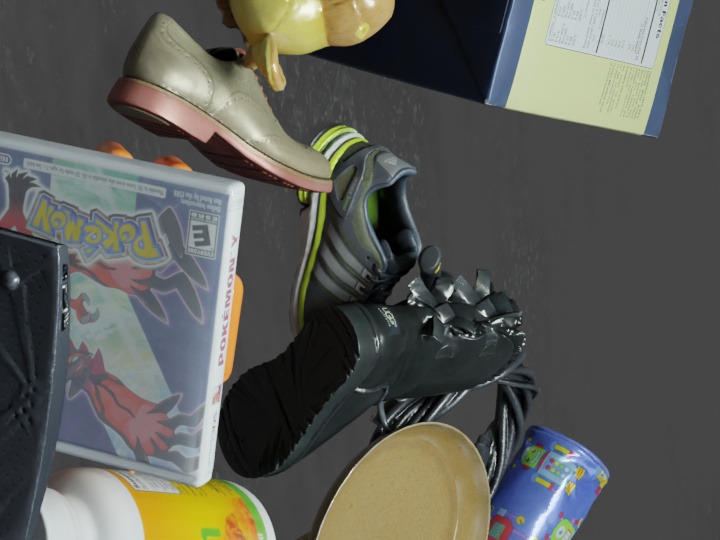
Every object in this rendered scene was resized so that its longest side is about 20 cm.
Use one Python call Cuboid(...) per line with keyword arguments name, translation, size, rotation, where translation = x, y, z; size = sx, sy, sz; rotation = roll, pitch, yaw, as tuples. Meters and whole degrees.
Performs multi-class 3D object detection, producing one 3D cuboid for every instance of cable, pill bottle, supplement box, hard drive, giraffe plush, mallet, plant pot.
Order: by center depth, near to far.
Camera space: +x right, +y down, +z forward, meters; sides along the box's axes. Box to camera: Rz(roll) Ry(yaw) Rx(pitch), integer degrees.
Cuboid(name="hard drive", translation=(-0.234, 0.065, 1.276), size=(0.042, 0.135, 0.200), rotation=(-28, 130, -66))
Cuboid(name="giraffe plush", translation=(-0.032, -0.203, 1.364), size=(0.173, 0.200, 0.162), rotation=(-45, 146, -52))
Cuboid(name="pill bottle", translation=(-0.158, 0.186, 1.421), size=(0.200, 0.111, 0.111), rotation=(12, 96, -50))
Cuboid(name="supplement box", translation=(0.089, -0.185, 1.479), size=(0.200, 0.200, 0.134), rotation=(5, 101, -49))
Cuboid(name="mallet", translation=(0.048, 0.024, 1.580), size=(0.066, 0.041, 0.200), rotation=(-64, 171, -4))
Cuboid(name="plant pot", translation=(0.023, 0.207, 1.630), size=(0.200, 0.027, 0.200), rotation=(-18, 116, -43))
Cuboid(name="cable", translation=(0.076, 0.142, 1.715), size=(0.200, 0.051, 0.163), rotation=(-21, 120, -43))

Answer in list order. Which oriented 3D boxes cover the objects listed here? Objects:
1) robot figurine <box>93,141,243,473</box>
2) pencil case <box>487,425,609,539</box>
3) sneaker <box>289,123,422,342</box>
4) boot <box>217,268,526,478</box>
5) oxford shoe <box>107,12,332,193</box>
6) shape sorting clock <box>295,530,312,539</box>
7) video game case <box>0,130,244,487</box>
Cuboid(name="robot figurine", translation=(-0.158, 0.023, 1.353), size=(0.144, 0.117, 0.200), rotation=(6, 100, -52))
Cuboid(name="pencil case", translation=(0.128, 0.229, 1.787), size=(0.200, 0.078, 0.087), rotation=(-59, 137, -13))
Cuboid(name="sneaker", translation=(0.000, 0.000, 1.547), size=(0.074, 0.081, 0.200), rotation=(-23, 122, -41))
Cuboid(name="boot", translation=(0.010, 0.074, 1.521), size=(0.162, 0.073, 0.198), rotation=(-6, 151, -42))
Cuboid(name="oxford shoe", translation=(-0.077, -0.105, 1.428), size=(0.200, 0.070, 0.075), rotation=(28, 78, -51))
Cuboid(name="shape sorting clock", translation=(-0.030, 0.284, 1.660), size=(0.200, 0.039, 0.200), rotation=(-15, 114, -38))
Cuboid(name="video game case", translation=(-0.171, 0.018, 1.276), size=(0.023, 0.200, 0.183), rotation=(-30, 129, -67))
